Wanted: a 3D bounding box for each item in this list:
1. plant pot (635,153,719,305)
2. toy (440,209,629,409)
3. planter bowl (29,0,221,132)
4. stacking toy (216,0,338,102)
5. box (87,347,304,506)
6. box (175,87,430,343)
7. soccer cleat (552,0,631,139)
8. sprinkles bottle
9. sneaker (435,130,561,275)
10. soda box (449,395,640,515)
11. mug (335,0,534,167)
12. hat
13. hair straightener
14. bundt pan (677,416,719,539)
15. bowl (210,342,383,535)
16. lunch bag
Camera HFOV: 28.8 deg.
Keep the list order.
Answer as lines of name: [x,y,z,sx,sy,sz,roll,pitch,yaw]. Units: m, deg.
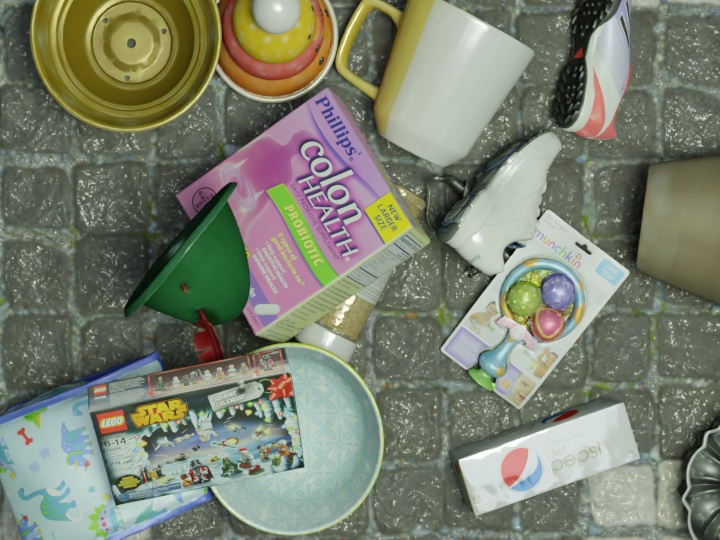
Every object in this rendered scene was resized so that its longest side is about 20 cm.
plant pot: [0.391,-0.045,1.518,0.171,0.200,0.203,7,92,11]
toy: [0.189,0.050,1.529,0.115,0.047,0.201,36,109,-3]
planter bowl: [-0.246,-0.246,1.489,0.197,0.083,0.204,0,92,-5]
stacking toy: [-0.089,-0.253,1.445,0.144,0.200,0.149,0,93,-5]
box: [-0.160,0.156,1.386,0.197,0.040,0.138,-11,129,-5]
box: [-0.059,-0.054,1.467,0.199,0.097,0.177,-33,75,7]
soccer cleat: [0.272,-0.245,1.554,0.072,0.068,0.203,16,87,-29]
sprinkles bottle: [0.000,0.000,1.530,0.068,0.068,0.202,27,89,-6]
sneaker: [0.162,-0.075,1.521,0.087,0.074,0.200,47,62,-11]
soda box: [0.204,0.205,1.559,0.197,0.064,0.069,-18,94,-4]
mug: [0.078,-0.205,1.512,0.148,0.186,0.155,19,101,-41]
hat: [-0.120,0.036,1.382,0.176,0.200,0.166,41,63,-10]
hair straightener: [0.140,-0.026,1.553,0.077,0.041,0.200,-46,101,-2]
bundt pan: [0.447,0.245,1.576,0.199,0.076,0.205,0,92,-6]
bowl: [-0.071,0.171,1.506,0.197,0.108,0.203,0,96,2]
lunch bag: [-0.273,0.197,1.484,0.198,0.127,0.172,-21,94,6]
